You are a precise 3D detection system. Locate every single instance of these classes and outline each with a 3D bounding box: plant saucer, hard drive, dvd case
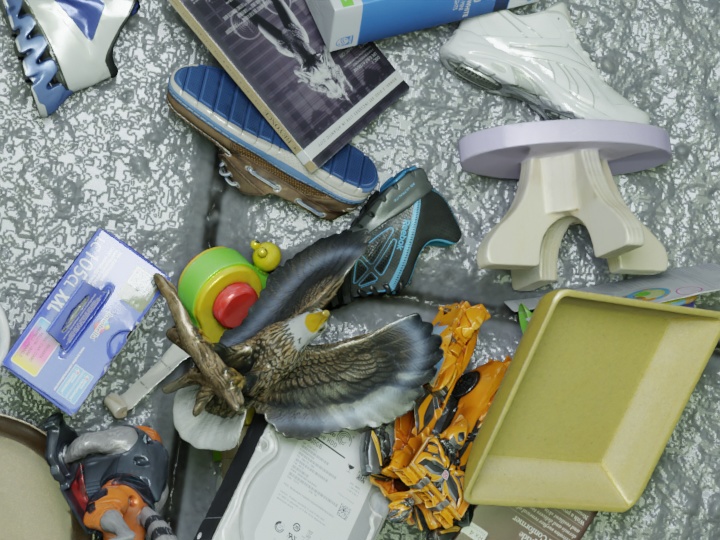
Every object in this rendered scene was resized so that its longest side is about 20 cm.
[{"bbox_3d":[0.184,0.102,1.590,0.199,0.048,0.201,8,113,-37],"label":"plant saucer"},{"bbox_3d":[-0.043,0.184,1.580,0.140,0.038,0.201,37,63,-23],"label":"hard drive"},{"bbox_3d":[-0.062,-0.197,1.643,0.200,0.016,0.149,50,48,-4],"label":"dvd case"},{"bbox_3d":[-0.325,0.219,1.628,0.199,0.032,0.201,0,88,-9],"label":"plant saucer"}]

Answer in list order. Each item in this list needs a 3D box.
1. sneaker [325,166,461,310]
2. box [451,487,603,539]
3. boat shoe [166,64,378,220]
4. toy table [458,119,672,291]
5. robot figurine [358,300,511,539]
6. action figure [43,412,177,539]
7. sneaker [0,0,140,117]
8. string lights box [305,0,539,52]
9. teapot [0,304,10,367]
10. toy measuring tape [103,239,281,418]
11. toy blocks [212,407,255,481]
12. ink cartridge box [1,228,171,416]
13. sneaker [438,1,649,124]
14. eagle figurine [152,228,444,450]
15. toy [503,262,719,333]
[{"bbox_3d":[0.000,0.000,1.659,0.200,0.073,0.082,-41,96,-6],"label":"sneaker"},{"bbox_3d":[0.112,0.254,1.672,0.100,0.075,0.201,33,86,-8],"label":"box"},{"bbox_3d":[-0.086,-0.100,1.641,0.199,0.072,0.072,31,128,-13],"label":"boat shoe"},{"bbox_3d":[0.181,-0.057,1.643,0.199,0.184,0.118,-1,78,-16],"label":"toy table"},{"bbox_3d":[0.072,0.129,1.612,0.145,0.058,0.200,48,48,-26],"label":"robot figurine"},{"bbox_3d":[-0.180,0.208,1.574,0.104,0.194,0.200,-19,129,9],"label":"action figure"},{"bbox_3d":[-0.251,-0.241,1.629,0.115,0.081,0.200,-19,99,-12],"label":"sneaker"},{"bbox_3d":[0.050,-0.264,1.647,0.199,0.059,0.103,-16,61,-16],"label":"string lights box"},{"bbox_3d":[-0.400,0.107,1.546,0.146,0.200,0.198,42,43,-14],"label":"teapot"},{"bbox_3d":[-0.149,0.040,1.635,0.200,0.074,0.074,-41,95,-7],"label":"toy measuring tape"},{"bbox_3d":[-0.048,0.160,1.647,0.136,0.100,0.201,1,82,-21],"label":"toy blocks"},{"bbox_3d":[-0.221,0.042,1.561,0.076,0.200,0.137,36,84,-6],"label":"ink cartridge box"},{"bbox_3d":[0.175,-0.183,1.688,0.199,0.078,0.100,27,82,-8],"label":"sneaker"},{"bbox_3d":[-0.051,0.059,1.530,0.199,0.150,0.153,-15,106,-44],"label":"eagle figurine"},{"bbox_3d":[0.236,0.037,1.676,0.199,0.115,0.047,-8,101,-9],"label":"toy"}]
